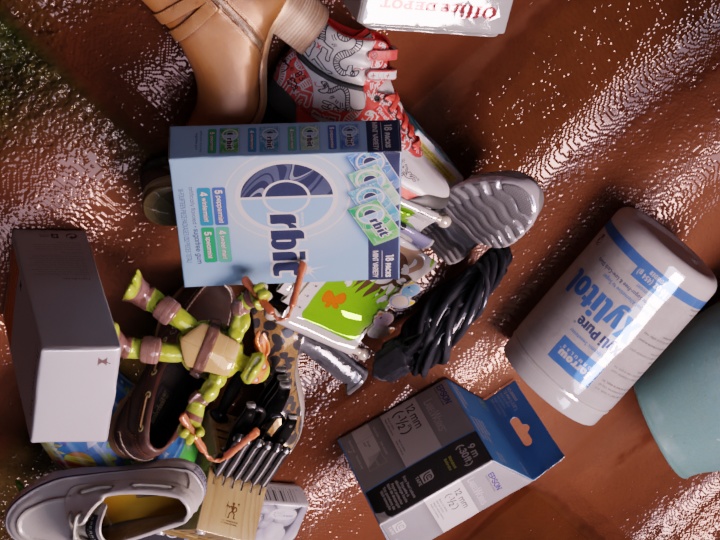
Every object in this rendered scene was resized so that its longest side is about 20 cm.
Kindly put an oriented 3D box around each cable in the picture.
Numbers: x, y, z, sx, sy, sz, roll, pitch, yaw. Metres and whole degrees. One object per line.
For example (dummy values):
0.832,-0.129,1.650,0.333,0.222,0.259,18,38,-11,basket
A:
0.093,0.040,1.718,0.051,0.200,0.163,46,61,0,cable

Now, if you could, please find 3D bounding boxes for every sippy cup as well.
-0.248,0.158,1.704,0.139,0.178,0.130,-12,127,41,sippy cup

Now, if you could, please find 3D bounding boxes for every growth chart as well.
0.000,0.000,1.682,0.145,0.018,0.200,17,124,-25,growth chart

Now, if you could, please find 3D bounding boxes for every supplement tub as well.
0.258,0.046,1.816,0.132,0.132,0.200,29,107,-34,supplement tub

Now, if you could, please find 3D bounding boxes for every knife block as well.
-0.133,0.180,1.742,0.064,0.200,0.176,19,74,-23,knife block

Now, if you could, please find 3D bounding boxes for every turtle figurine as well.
-0.142,0.059,1.593,0.161,0.064,0.200,24,96,-8,turtle figurine

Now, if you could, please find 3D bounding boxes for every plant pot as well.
0.403,0.128,1.902,0.188,0.200,0.200,-27,129,17,plant pot

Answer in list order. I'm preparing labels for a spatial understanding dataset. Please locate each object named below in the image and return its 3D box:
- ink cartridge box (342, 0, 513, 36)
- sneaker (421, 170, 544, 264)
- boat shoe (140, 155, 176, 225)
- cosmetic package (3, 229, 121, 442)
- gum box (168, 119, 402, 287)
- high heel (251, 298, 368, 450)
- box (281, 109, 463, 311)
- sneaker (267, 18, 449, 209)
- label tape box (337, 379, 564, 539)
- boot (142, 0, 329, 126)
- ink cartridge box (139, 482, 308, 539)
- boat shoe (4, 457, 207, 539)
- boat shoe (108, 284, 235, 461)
0.071,-0.315,1.532,0.145,0.083,0.200,1,122,-22,ink cartridge box
0.122,-0.068,1.673,0.082,0.200,0.075,-43,99,-22,sneaker
-0.105,-0.090,1.624,0.200,0.066,0.072,-8,144,-12,boat shoe
-0.270,0.055,1.573,0.071,0.200,0.102,1,121,-20,cosmetic package
-0.064,-0.057,1.564,0.200,0.045,0.170,-2,139,-2,gum box
-0.109,0.119,1.776,0.200,0.071,0.143,-43,113,15,high heel
-0.004,-0.058,1.696,0.200,0.049,0.082,-40,127,8,box
0.019,-0.147,1.600,0.201,0.067,0.108,33,104,-6,sneaker
0.093,0.188,1.838,0.200,0.143,0.066,-31,128,1,label tape box
-0.139,-0.199,1.538,0.155,0.074,0.200,33,94,-36,boot
-0.179,0.309,1.879,0.198,0.043,0.200,7,120,-26,ink cartridge box
-0.242,0.226,1.630,0.200,0.070,0.071,-10,112,11,boat shoe
-0.165,0.091,1.657,0.070,0.070,0.200,34,64,-25,boat shoe
